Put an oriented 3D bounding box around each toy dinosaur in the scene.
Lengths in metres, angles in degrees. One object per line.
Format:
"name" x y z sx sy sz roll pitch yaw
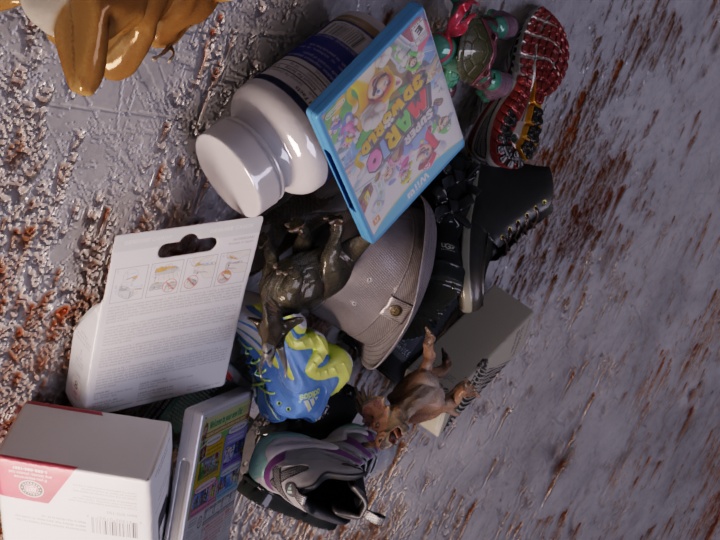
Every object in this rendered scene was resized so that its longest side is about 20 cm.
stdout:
"toy dinosaur" 0.056 0.148 1.518 0.135 0.086 0.200 -39 164 1
"toy dinosaur" -0.052 0.001 1.323 0.200 0.077 0.103 -43 144 -29

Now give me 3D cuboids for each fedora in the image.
"fedora" 0.000 0.000 1.425 0.089 0.178 0.201 16 133 -22

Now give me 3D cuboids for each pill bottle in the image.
"pill bottle" -0.051 -0.142 1.254 0.200 0.119 0.120 -39 142 -24

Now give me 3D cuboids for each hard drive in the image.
"hard drive" 0.070 0.029 1.613 0.201 0.033 0.140 -54 145 -5

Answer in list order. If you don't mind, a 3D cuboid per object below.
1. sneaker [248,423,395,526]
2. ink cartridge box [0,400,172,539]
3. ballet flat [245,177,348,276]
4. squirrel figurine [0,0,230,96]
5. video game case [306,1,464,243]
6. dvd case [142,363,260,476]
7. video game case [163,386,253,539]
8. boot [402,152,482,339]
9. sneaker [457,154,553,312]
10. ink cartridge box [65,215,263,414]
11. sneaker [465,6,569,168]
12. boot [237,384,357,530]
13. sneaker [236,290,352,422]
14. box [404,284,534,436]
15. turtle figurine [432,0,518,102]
"sneaker" -0.009 0.230 1.443 0.199 0.139 0.079 -2 114 -42
"ink cartridge box" -0.253 0.233 1.260 0.084 0.143 0.202 -77 173 -55
"ballet flat" -0.065 -0.059 1.368 0.200 0.068 0.046 -42 -176 -26
"squirrel figurine" -0.167 -0.244 1.022 0.186 0.141 0.202 -11 127 -54
"video game case" 0.029 -0.131 1.240 0.143 0.018 0.201 -48 148 -15
"dvd case" -0.190 0.186 1.421 0.201 0.022 0.146 -53 145 -7
"video game case" -0.153 0.216 1.338 0.200 0.022 0.184 -5 105 -81
"boot" 0.070 -0.028 1.496 0.198 0.073 0.164 131 -30 -57
"sneaker" 0.165 -0.044 1.532 0.075 0.105 0.202 95 3 -67
"ink cartridge box" -0.185 0.034 1.261 0.161 0.057 0.202 -10 124 -38
"sneaker" 0.172 -0.212 1.530 0.078 0.082 0.202 34 73 -35
"boot" -0.049 0.206 1.563 0.164 0.073 0.198 -60 144 -3
"sneaker" -0.087 0.097 1.394 0.199 0.075 0.106 35 71 -39
"box" 0.133 0.111 1.692 0.200 0.068 0.083 -41 155 -36
"turtle figurine" 0.098 -0.230 1.399 0.199 0.100 0.151 -4 119 -56
